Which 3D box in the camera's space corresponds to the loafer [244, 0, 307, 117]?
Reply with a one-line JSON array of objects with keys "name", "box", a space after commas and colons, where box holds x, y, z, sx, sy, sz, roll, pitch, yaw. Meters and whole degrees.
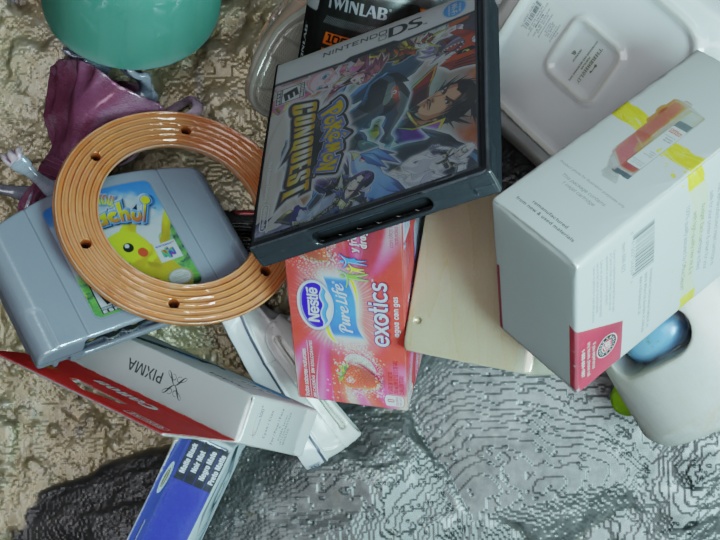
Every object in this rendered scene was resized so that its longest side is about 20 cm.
[{"name": "loafer", "box": [-0.037, -0.223, 1.205, 0.072, 0.063, 0.201, 32, 93, -36]}]

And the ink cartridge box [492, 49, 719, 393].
[{"name": "ink cartridge box", "box": [0.192, -0.035, 0.966, 0.200, 0.146, 0.083, -35, 54, -19]}]

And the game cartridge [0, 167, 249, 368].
[{"name": "game cartridge", "box": [-0.192, -0.011, 1.115, 0.199, 0.041, 0.134, -21, 64, -29]}]

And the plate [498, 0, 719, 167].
[{"name": "plate", "box": [0.176, -0.160, 1.068, 0.200, 0.032, 0.200, 46, 120, 23]}]

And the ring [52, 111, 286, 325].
[{"name": "ring", "box": [-0.146, -0.042, 1.117, 0.199, 0.019, 0.202, 9, 57, -15]}]

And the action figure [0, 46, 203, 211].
[{"name": "action figure", "box": [-0.245, -0.083, 1.203, 0.148, 0.134, 0.201, 19, 90, -25]}]

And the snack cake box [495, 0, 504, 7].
[{"name": "snack cake box", "box": [0.164, -0.191, 1.135, 0.199, 0.067, 0.116, -10, 87, 37]}]

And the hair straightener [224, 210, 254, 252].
[{"name": "hair straightener", "box": [-0.064, -0.036, 1.188, 0.198, 0.077, 0.041, 6, 116, 3]}]

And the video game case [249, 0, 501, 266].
[{"name": "video game case", "box": [0.013, -0.106, 0.995, 0.180, 0.201, 0.026, -17, 133, 21]}]

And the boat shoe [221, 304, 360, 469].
[{"name": "boat shoe", "box": [-0.067, 0.069, 1.192, 0.065, 0.072, 0.201, -29, 88, -2]}]

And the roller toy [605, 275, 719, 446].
[{"name": "roller toy", "box": [0.279, 0.038, 1.114, 0.199, 0.182, 0.140, -31, 87, 2]}]

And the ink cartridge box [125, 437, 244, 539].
[{"name": "ink cartridge box", "box": [-0.156, 0.218, 1.130, 0.040, 0.200, 0.201, 26, 91, 3]}]

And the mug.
[{"name": "mug", "box": [-0.177, -0.269, 1.156, 0.152, 0.115, 0.185, 33, 57, 12]}]

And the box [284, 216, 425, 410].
[{"name": "box", "box": [0.000, 0.000, 1.100, 0.094, 0.103, 0.201, 6, 130, 12]}]

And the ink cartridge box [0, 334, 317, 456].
[{"name": "ink cartridge box", "box": [-0.161, 0.087, 1.106, 0.199, 0.176, 0.045, 20, 89, 34]}]

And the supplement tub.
[{"name": "supplement tub", "box": [0.010, -0.177, 1.139, 0.122, 0.123, 0.201, 11, 109, 3]}]

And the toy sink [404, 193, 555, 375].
[{"name": "toy sink", "box": [0.119, 0.011, 1.133, 0.111, 0.200, 0.131, 10, 90, 21]}]
